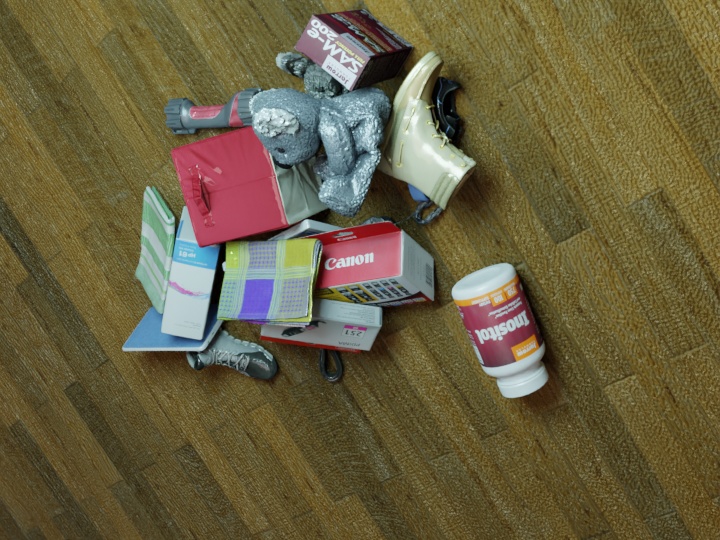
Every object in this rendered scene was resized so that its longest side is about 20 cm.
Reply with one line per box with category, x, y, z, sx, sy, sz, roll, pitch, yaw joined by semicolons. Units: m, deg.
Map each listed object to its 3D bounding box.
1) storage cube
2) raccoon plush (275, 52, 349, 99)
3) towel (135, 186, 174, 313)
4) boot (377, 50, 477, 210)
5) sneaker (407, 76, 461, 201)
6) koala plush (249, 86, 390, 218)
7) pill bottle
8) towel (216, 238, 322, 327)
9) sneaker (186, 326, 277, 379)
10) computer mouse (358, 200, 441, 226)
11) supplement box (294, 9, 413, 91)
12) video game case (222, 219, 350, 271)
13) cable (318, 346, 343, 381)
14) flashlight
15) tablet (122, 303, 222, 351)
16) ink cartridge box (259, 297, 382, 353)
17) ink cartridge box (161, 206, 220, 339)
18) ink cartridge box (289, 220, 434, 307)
storage cube;-0.183;-0.152;1.360;0.178;0.200;0.173;-11;100;23
raccoon plush;-0.052;-0.284;1.339;0.199;0.096;0.135;35;139;42
towel;-0.399;-0.042;1.552;0.153;0.023;0.202;46;129;45
boot;0.116;-0.208;1.205;0.155;0.073;0.201;34;116;16
sneaker;0.120;-0.206;1.279;0.077;0.070;0.203;9;112;26
koala plush;-0.072;-0.211;1.198;0.198;0.178;0.185;18;111;-14
pill bottle;0.236;0.100;1.318;0.112;0.113;0.202;-19;101;28
towel;-0.152;0.017;1.316;0.198;0.023;0.146;2;77;30
sneaker;-0.269;0.177;1.567;0.198;0.115;0.076;26;117;13
computer mouse;0.067;-0.081;1.376;0.199;0.034;0.059;-27;76;25
supplement box;-0.004;-0.337;1.209;0.108;0.200;0.061;38;119;6
video game case;-0.126;-0.035;1.415;0.199;0.143;0.018;-24;72;29
cable;-0.072;0.111;1.513;0.096;0.050;0.201;-25;110;12
flashlight;-0.258;-0.286;1.421;0.198;0.068;0.068;4;153;26
tablet;-0.364;0.114;1.581;0.198;0.131;0.014;-3;128;25
ink cartridge box;-0.077;0.110;1.411;0.197;0.044;0.174;9;145;-9
ink cartridge box;-0.313;0.005;1.497;0.084;0.145;0.202;9;116;-11
ink cartridge box;0.000;0.000;1.343;0.198;0.175;0.085;-10;65;27
